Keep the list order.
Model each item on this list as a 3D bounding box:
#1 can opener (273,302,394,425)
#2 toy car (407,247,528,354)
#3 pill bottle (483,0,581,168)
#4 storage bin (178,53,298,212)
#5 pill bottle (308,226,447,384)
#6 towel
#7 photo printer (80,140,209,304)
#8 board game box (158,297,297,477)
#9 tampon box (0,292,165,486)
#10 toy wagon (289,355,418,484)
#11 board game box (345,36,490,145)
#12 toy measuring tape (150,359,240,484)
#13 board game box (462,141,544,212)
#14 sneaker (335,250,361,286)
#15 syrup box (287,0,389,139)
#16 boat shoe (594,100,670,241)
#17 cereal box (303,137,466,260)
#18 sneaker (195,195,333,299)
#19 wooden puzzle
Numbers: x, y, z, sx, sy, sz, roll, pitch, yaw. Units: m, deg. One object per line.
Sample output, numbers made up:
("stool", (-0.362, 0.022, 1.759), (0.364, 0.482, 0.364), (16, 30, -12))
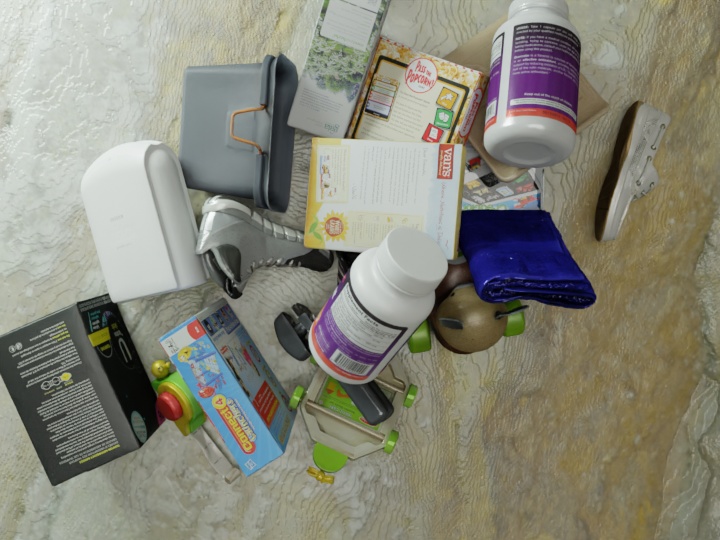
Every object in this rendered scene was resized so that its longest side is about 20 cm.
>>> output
("can opener", (-0.040, 0.129, 1.053), (0.067, 0.053, 0.200), (-41, 76, 13))
("toy car", (0.140, 0.042, 1.024), (0.163, 0.200, 0.159), (-10, 94, -1))
("pill bottle", (0.217, -0.238, 0.984), (0.111, 0.113, 0.202), (8, 75, -2))
("storage bin", (-0.167, -0.182, 1.040), (0.133, 0.146, 0.202), (4, 93, 8))
("pill bottle", (0.023, 0.042, 0.964), (0.111, 0.112, 0.200), (33, 131, -3))
("towel", (0.203, -0.025, 1.002), (0.146, 0.200, 0.050), (5, 119, -8))
("photo printer", (-0.289, -0.065, 1.034), (0.166, 0.069, 0.202), (-10, 95, 40))
("board game box", (-0.164, 0.142, 1.022), (0.056, 0.200, 0.197), (-32, 93, 2))
("tampon box", (-0.366, 0.150, 1.040), (0.125, 0.150, 0.201), (-23, 94, 0))
("toy wagon", (-0.019, 0.193, 1.071), (0.154, 0.040, 0.201), (24, 69, 3))
("board game box", (0.064, -0.186, 1.040), (0.151, 0.046, 0.201), (26, 105, 20))
("toy measuring tape", (-0.222, 0.204, 1.085), (0.073, 0.074, 0.201), (-36, 91, 1))
("board game box", (0.155, -0.140, 1.096), (0.198, 0.035, 0.127), (0, 92, -2))
("sneaker", (0.000, 0.000, 1.072), (0.073, 0.087, 0.202), (-6, 92, 0))
("syrup box", (-0.027, -0.277, 1.029), (0.078, 0.082, 0.201), (19, 116, -2))
("boat shoe", (0.380, -0.130, 1.085), (0.069, 0.071, 0.202), (17, 92, -1))
("cereal box", (0.031, -0.092, 1.001), (0.198, 0.040, 0.145), (6, 92, 15))
("sneaker", (-0.132, -0.008, 1.040), (0.199, 0.075, 0.116), (24, 67, -28))
("wooden puzzle", (0.206, -0.236, 1.067), (0.185, 0.046, 0.200), (-35, 77, -9))
